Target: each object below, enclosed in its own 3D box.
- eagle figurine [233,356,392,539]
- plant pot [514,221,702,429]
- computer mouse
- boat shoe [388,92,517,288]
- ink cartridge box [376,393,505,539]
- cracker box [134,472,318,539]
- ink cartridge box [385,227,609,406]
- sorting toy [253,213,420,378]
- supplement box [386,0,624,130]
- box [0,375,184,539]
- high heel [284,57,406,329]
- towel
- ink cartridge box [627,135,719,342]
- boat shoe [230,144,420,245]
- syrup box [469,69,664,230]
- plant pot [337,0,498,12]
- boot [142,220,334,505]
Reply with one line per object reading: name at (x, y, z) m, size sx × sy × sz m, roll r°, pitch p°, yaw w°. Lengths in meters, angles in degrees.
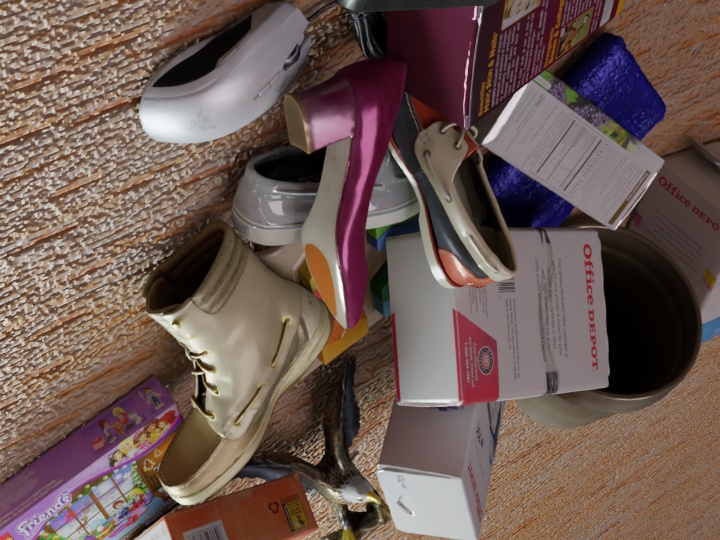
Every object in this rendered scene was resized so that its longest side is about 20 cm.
eagle figurine at (-0.032, 0.188, 1.294) m, size 0.201 × 0.150 × 0.153 m, roll 55°, pitch 36°, yaw -29°
plant pot at (0.233, 0.078, 1.407) m, size 0.199 × 0.201 × 0.174 m, roll -27°, pitch 161°, yaw -25°
computer mouse at (-0.062, -0.144, 0.934) m, size 0.199 × 0.044 × 0.110 m, roll -36°, pitch 148°, yaw -14°
boat shoe at (0.069, -0.083, 1.039) m, size 0.071 × 0.062 × 0.202 m, roll -26°, pitch 102°, yaw -45°
ink cartridge box at (0.085, 0.135, 1.282) m, size 0.147 × 0.085 × 0.202 m, roll 73°, pitch 27°, yaw -55°
cracker box at (-0.140, 0.251, 1.195) m, size 0.133 × 0.058 × 0.200 m, roll -14°, pitch 164°, yaw -33°
ink cartridge box at (0.124, 0.038, 1.176) m, size 0.198 × 0.084 × 0.147 m, roll -2°, pitch 87°, yaw -42°
sorting toy at (0.000, 0.000, 1.172) m, size 0.199 × 0.036 × 0.186 m, roll -33°, pitch 146°, yaw -18°
supplement box at (0.114, -0.210, 0.989) m, size 0.199 × 0.085 × 0.111 m, roll -38°, pitch 148°, yaw -31°
box at (-0.227, 0.192, 1.129) m, size 0.199 × 0.039 × 0.137 m, roll -36°, pitch 146°, yaw -14°
high heel at (0.003, -0.055, 0.988) m, size 0.095 × 0.067 × 0.202 m, roll -22°, pitch 118°, yaw -22°
towel at (0.198, -0.114, 1.256) m, size 0.200 × 0.050 × 0.147 m, roll -49°, pitch 148°, yaw 7°
ink cartridge box at (0.382, -0.039, 1.471) m, size 0.124 × 0.129 × 0.202 m, roll -18°, pitch 139°, yaw -36°
boat shoe at (-0.008, -0.076, 1.046) m, size 0.199 × 0.070 × 0.072 m, roll -18°, pitch 142°, yaw -32°
syrup box at (0.164, -0.117, 1.143) m, size 0.199 × 0.079 × 0.082 m, roll 25°, pitch 105°, yaw -41°
plant pot at (0.043, -0.267, 0.794) m, size 0.198 × 0.200 × 0.178 m, roll -13°, pitch 148°, yaw -39°
boot at (-0.124, 0.074, 1.049) m, size 0.201 × 0.073 × 0.155 m, roll -52°, pitch 135°, yaw -4°
